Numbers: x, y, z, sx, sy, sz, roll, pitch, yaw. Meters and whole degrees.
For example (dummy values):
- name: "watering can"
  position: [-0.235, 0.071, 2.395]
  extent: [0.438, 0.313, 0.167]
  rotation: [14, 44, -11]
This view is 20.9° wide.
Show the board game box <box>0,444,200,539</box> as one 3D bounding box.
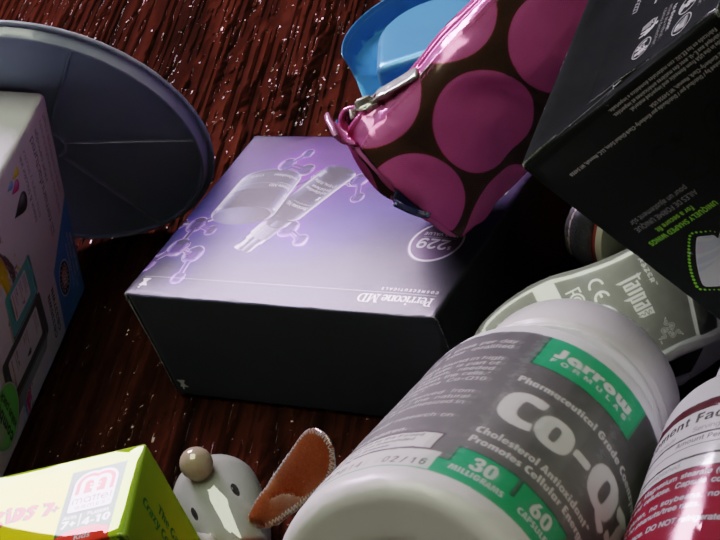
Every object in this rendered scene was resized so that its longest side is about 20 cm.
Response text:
- name: "board game box"
  position: [-0.088, 0.161, 0.735]
  extent: [0.101, 0.200, 0.048]
  rotation: [-14, 34, 17]

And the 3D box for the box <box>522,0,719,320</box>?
- name: "box"
  position: [0.195, -0.060, 0.803]
  extent: [0.124, 0.200, 0.149]
  rotation: [-38, 20, 48]

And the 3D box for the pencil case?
- name: "pencil case"
  position: [0.077, -0.109, 0.913]
  extent: [0.200, 0.094, 0.091]
  rotation: [-48, 28, 5]

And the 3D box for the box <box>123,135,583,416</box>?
- name: "box"
  position: [0.000, 0.000, 1.022]
  extent: [0.200, 0.079, 0.141]
  rotation: [3, 45, 36]

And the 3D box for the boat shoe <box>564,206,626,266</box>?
- name: "boat shoe"
  position: [0.148, -0.065, 1.013]
  extent: [0.062, 0.071, 0.200]
  rotation: [16, 42, 26]

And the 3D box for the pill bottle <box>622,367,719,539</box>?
- name: "pill bottle"
  position: [0.155, 0.110, 0.730]
  extent: [0.113, 0.113, 0.200]
  rotation: [-3, 39, 31]

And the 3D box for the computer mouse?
- name: "computer mouse"
  position: [0.145, 0.015, 0.918]
  extent: [0.200, 0.044, 0.110]
  rotation: [-25, 66, 5]

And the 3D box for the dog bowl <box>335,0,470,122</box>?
- name: "dog bowl"
  position: [0.047, -0.106, 1.164]
  extent: [0.111, 0.050, 0.200]
  rotation: [-16, 33, 13]

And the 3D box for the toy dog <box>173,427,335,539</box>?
- name: "toy dog"
  position: [-0.049, 0.129, 0.852]
  extent: [0.200, 0.096, 0.132]
  rotation: [17, 51, 46]

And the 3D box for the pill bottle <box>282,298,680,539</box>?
- name: "pill bottle"
  position: [0.056, 0.090, 0.784]
  extent: [0.113, 0.113, 0.200]
  rotation: [-6, 19, 27]

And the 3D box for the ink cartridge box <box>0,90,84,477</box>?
- name: "ink cartridge box"
  position: [-0.258, 0.015, 1.078]
  extent: [0.146, 0.147, 0.200]
  rotation: [3, 40, 10]

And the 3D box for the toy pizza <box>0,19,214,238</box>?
- name: "toy pizza"
  position: [-0.182, -0.086, 1.148]
  extent: [0.200, 0.200, 0.032]
  rotation: [-8, 53, 25]
